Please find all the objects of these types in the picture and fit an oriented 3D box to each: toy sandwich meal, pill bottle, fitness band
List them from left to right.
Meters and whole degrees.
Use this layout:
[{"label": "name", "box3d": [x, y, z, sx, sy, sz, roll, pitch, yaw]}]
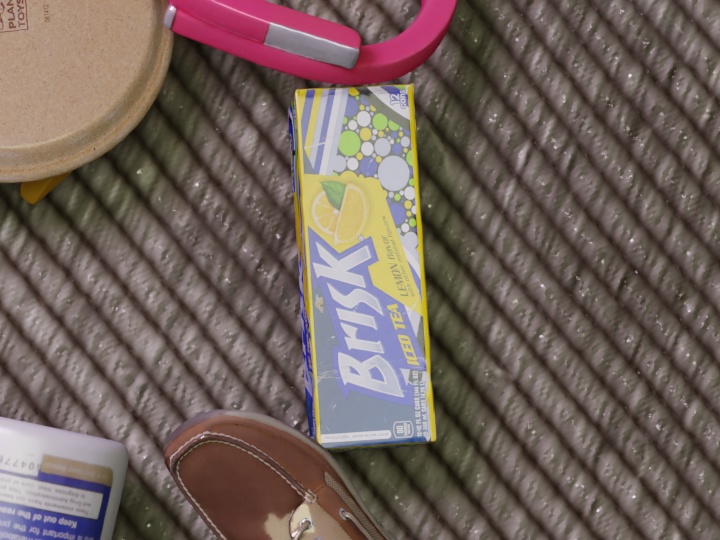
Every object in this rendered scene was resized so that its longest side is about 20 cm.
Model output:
[{"label": "pill bottle", "box3d": [-0.200, 0.180, 1.167, 0.119, 0.120, 0.202, 12, 83, -5]}, {"label": "toy sandwich meal", "box3d": [-0.201, -0.126, 1.225, 0.203, 0.070, 0.207, 2, 73, -7]}, {"label": "fitness band", "box3d": [-0.041, -0.177, 1.227, 0.199, 0.038, 0.144, 19, 51, -6]}]

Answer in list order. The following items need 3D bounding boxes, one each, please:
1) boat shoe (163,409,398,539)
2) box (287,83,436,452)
[{"label": "boat shoe", "box3d": [-0.025, 0.150, 1.176, 0.076, 0.072, 0.200, -43, 114, 15]}, {"label": "box", "box3d": [0.000, 0.000, 1.232, 0.069, 0.064, 0.202, -3, 85, -5]}]
